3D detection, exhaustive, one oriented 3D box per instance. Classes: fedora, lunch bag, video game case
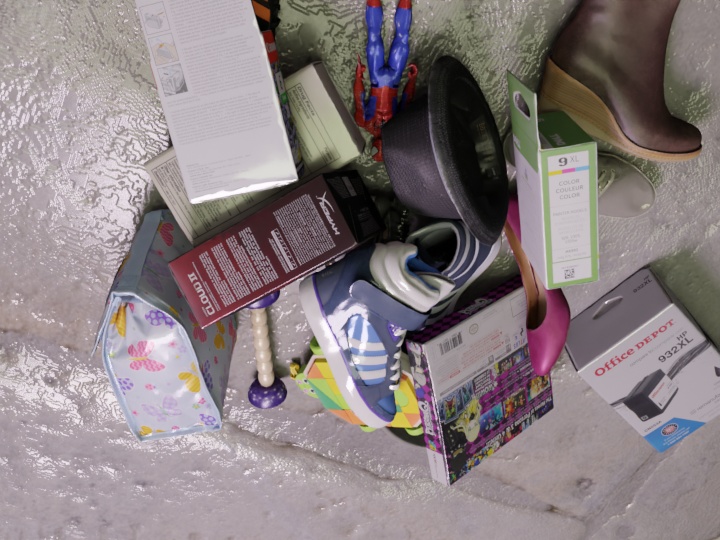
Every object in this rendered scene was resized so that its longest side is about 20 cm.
[{"bbox_3d":[0.080,-0.111,0.809,0.091,0.202,0.202,-11,125,26],"label":"fedora"},{"bbox_3d":[-0.216,0.054,0.876,0.125,0.170,0.202,-7,125,3],"label":"lunch bag"},{"bbox_3d":[0.148,0.125,0.944,0.199,0.036,0.183,-26,113,-34],"label":"video game case"}]

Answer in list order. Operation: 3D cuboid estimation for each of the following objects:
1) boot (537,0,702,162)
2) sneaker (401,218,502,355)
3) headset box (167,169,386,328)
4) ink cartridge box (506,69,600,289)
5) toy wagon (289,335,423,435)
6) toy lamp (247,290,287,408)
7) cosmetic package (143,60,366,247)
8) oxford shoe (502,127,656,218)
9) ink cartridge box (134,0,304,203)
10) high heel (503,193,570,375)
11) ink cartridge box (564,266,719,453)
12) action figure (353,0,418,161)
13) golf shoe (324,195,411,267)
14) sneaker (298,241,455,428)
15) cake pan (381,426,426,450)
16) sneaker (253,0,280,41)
[{"bbox_3d":[0.293,-0.208,0.815,0.198,0.073,0.168,15,121,-10],"label":"boot"},{"bbox_3d":[0.073,0.022,0.911,0.108,0.070,0.201,3,125,-57],"label":"sneaker"},{"bbox_3d":[-0.086,-0.021,0.807,0.199,0.149,0.076,-28,91,14],"label":"headset box"},{"bbox_3d":[0.192,-0.095,0.794,0.059,0.104,0.202,-10,117,1],"label":"ink cartridge box"},{"bbox_3d":[-0.008,0.139,0.969,0.198,0.040,0.156,-4,130,33],"label":"toy wagon"},{"bbox_3d":[-0.120,0.073,0.964,0.057,0.058,0.202,-3,124,-3],"label":"toy lamp"},{"bbox_3d":[-0.104,-0.119,0.816,0.198,0.087,0.104,-26,103,12],"label":"cosmetic package"},{"bbox_3d":[0.246,-0.101,0.887,0.198,0.058,0.076,22,116,-19],"label":"oxford shoe"},{"bbox_3d":[-0.126,-0.171,0.727,0.108,0.050,0.202,-10,107,9],"label":"ink cartridge box"},{"bbox_3d":[0.187,0.016,0.913,0.095,0.067,0.203,7,83,-17],"label":"high heel"},{"bbox_3d":[0.373,0.117,1.016,0.145,0.084,0.200,-40,117,19],"label":"ink cartridge box"},{"bbox_3d":[0.025,-0.204,0.811,0.065,0.052,0.202,-1,124,-8],"label":"action figure"},{"bbox_3d":[0.000,0.000,0.928,0.093,0.078,0.202,13,119,8],"label":"golf shoe"},{"bbox_3d":[0.039,0.064,0.822,0.145,0.081,0.201,-21,114,13],"label":"sneaker"},{"bbox_3d":[0.109,0.149,1.040,0.198,0.037,0.202,-2,122,-4],"label":"cake pan"},{"bbox_3d":[-0.091,-0.270,0.744,0.089,0.070,0.202,-11,120,6],"label":"sneaker"}]
